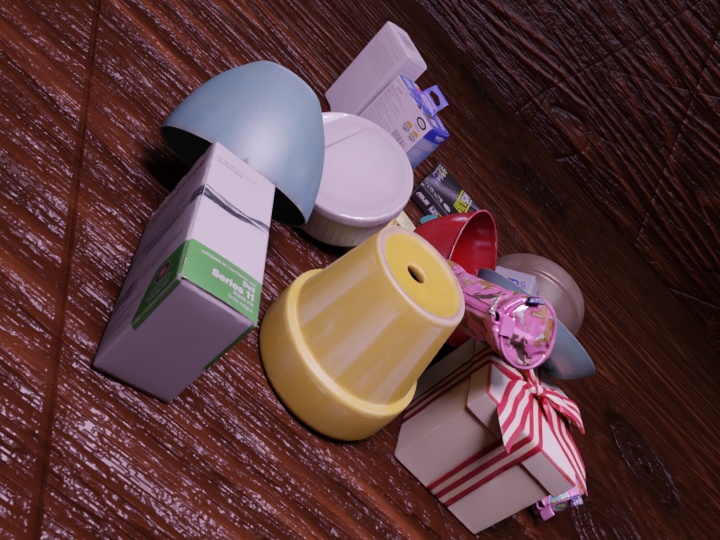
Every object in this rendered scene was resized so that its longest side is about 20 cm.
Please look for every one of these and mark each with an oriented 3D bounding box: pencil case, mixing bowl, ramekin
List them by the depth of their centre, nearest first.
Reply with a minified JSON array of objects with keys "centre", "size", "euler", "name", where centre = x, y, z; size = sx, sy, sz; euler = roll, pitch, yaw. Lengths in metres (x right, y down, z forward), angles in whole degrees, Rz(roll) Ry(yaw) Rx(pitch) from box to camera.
[{"centre":[0.142,0.046,0.731],"size":[0.199,0.081,0.089],"euler":[30,-41,64],"name":"pencil case"},{"centre":[-0.026,-0.129,0.915],"size":[0.197,0.095,0.207],"euler":[10,55,-14],"name":"ramekin"},{"centre":[0.121,0.000,0.931],"size":[0.106,0.206,0.198],"euler":[15,12,31],"name":"mixing bowl"},{"centre":[0.263,0.272,0.950],"size":[0.086,0.087,0.204],"euler":[13,48,-48],"name":"pencil case"}]

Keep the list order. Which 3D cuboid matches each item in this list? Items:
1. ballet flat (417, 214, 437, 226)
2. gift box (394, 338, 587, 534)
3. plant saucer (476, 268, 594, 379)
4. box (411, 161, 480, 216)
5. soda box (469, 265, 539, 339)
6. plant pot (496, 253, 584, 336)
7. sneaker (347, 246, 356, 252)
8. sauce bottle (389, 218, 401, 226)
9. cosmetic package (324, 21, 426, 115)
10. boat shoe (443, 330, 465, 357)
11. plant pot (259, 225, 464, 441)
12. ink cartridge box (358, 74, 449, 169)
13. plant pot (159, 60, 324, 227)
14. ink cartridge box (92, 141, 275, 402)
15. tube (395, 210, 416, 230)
[{"centre":[0.167,-0.036,1.138],"size":[0.071,0.073,0.201],"euler":[30,13,-32],"name":"ballet flat"},{"centre":[0.172,0.206,0.786],"size":[0.184,0.186,0.201],"euler":[42,29,-14],"name":"gift box"},{"centre":[0.220,0.080,0.822],"size":[0.200,0.036,0.200],"euler":[45,-4,4],"name":"plant saucer"},{"centre":[0.206,-0.134,1.371],"size":[0.193,0.047,0.200],"euler":[47,29,-3],"name":"box"},{"centre":[0.214,0.102,0.960],"size":[0.204,0.067,0.064],"euler":[-66,150,-14],"name":"soda box"},{"centre":[0.275,0.100,1.083],"size":[0.201,0.199,0.174],"euler":[48,45,-4],"name":"plant pot"},{"centre":[0.000,0.000,0.916],"size":[0.075,0.077,0.198],"euler":[26,23,25],"name":"sneaker"},{"centre":[0.036,-0.064,1.026],"size":[0.200,0.064,0.065],"euler":[46,29,-7],"name":"sauce bottle"},{"centre":[0.027,-0.376,1.229],"size":[0.073,0.199,0.103],"euler":[9,48,-49],"name":"cosmetic package"},{"centre":[0.149,0.089,1.021],"size":[0.059,0.077,0.202],"euler":[11,42,7],"name":"boat shoe"},{"centre":[0.012,0.058,0.708],"size":[0.198,0.189,0.204],"euler":[30,35,-23],"name":"plant pot"},{"centre":[0.075,-0.268,1.175],"size":[0.075,0.199,0.139],"euler":[1,54,-53],"name":"ink cartridge box"},{"centre":[-0.119,-0.165,0.741],"size":[0.197,0.137,0.200],"euler":[28,-12,6],"name":"plant pot"},{"centre":[-0.160,-0.004,0.590],"size":[0.082,0.146,0.203],"euler":[34,34,-28],"name":"ink cartridge box"},{"centre":[0.115,-0.016,1.110],"size":[0.058,0.052,0.201],"euler":[-47,106,-22],"name":"tube"}]
